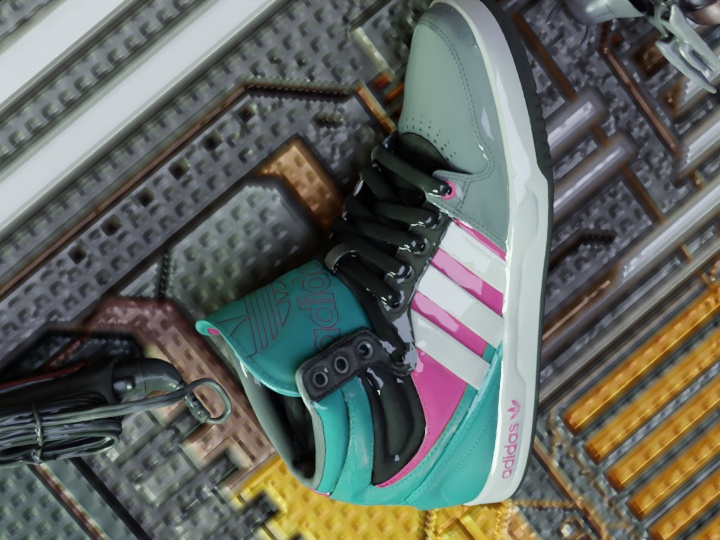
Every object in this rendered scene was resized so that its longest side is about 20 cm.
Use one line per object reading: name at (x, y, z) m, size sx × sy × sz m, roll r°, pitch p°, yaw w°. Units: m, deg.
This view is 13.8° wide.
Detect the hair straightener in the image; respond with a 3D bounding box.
hair straightener at (-0.139, 0.066, 1.071) m, size 0.199 × 0.077 × 0.041 m, roll -8°, pitch 106°, yaw -17°

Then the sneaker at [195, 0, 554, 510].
sneaker at (0.000, 0.000, 1.101) m, size 0.120 × 0.084 × 0.201 m, roll -9°, pitch 110°, yaw -26°

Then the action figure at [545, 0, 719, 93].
action figure at (0.147, -0.154, 1.114) m, size 0.200 × 0.069 × 0.130 m, roll -40°, pitch 121°, yaw 0°
